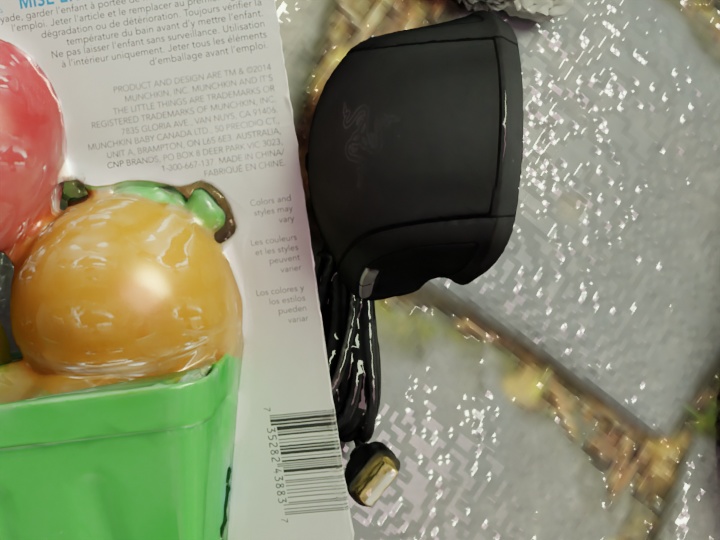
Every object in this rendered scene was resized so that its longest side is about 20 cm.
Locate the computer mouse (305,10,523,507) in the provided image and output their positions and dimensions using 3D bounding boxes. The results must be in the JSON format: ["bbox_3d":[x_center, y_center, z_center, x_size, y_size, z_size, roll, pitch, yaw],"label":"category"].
[{"bbox_3d":[0.000,0.000,0.700,0.046,0.200,0.141,3,89,-12],"label":"computer mouse"}]

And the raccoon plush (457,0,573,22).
[{"bbox_3d":[0.012,-0.163,0.749,0.199,0.134,0.097,19,76,-16],"label":"raccoon plush"}]

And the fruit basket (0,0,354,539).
[{"bbox_3d":[-0.104,-0.007,0.690,0.184,0.094,0.201,-8,92,8],"label":"fruit basket"}]
